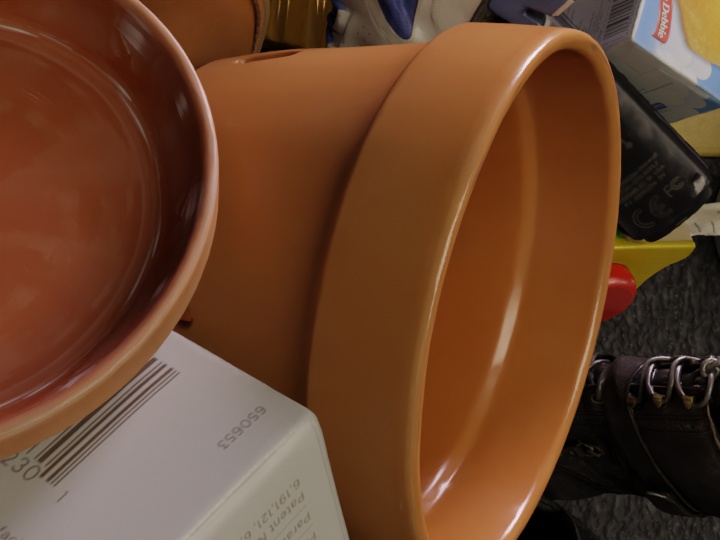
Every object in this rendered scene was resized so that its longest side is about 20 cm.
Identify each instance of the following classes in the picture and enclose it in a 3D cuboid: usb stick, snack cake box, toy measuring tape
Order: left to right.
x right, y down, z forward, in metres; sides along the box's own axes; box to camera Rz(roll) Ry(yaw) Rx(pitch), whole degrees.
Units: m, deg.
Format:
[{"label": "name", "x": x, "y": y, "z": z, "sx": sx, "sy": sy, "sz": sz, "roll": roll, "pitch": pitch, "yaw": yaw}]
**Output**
[{"label": "usb stick", "x": 0.090, "y": -0.087, "z": 0.769, "sx": 0.200, "sy": 0.055, "sz": 0.033, "roll": 41, "pitch": 21, "yaw": -26}, {"label": "toy measuring tape", "x": 0.146, "y": -0.009, "z": 0.864, "sx": 0.199, "sy": 0.073, "sz": 0.074, "roll": -2, "pitch": 89, "yaw": -26}, {"label": "snack cake box", "x": 0.148, "y": -0.172, "z": 0.846, "sx": 0.067, "sy": 0.115, "sz": 0.201, "roll": 28, "pitch": 69, "yaw": -25}]

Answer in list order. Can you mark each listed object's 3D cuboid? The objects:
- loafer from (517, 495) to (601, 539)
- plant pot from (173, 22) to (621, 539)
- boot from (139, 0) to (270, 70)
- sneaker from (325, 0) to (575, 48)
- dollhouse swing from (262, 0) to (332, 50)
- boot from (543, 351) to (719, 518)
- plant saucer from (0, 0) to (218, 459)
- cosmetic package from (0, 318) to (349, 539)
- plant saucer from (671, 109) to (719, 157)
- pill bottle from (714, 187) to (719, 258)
[{"label": "loafer", "x": 0.085, "y": 0.149, "z": 0.819, "sx": 0.200, "sy": 0.070, "sz": 0.068, "roll": 34, "pitch": 68, "yaw": -31}, {"label": "plant pot", "x": 0.000, "y": 0.000, "z": 0.609, "sx": 0.200, "sy": 0.139, "sz": 0.201, "roll": -43, "pitch": 139, "yaw": -52}, {"label": "boot", "x": -0.096, "y": -0.045, "z": 0.648, "sx": 0.200, "sy": 0.076, "sz": 0.156, "roll": 71, "pitch": 40, "yaw": -67}, {"label": "sneaker", "x": 0.011, "y": -0.117, "z": 0.688, "sx": 0.115, "sy": 0.199, "sz": 0.081, "roll": 38, "pitch": 30, "yaw": -7}, {"label": "dollhouse swing", "x": -0.004, "y": -0.202, "z": 0.702, "sx": 0.199, "sy": 0.175, "sz": 0.183, "roll": 10, "pitch": 82, "yaw": -38}, {"label": "boot", "x": 0.107, "y": 0.049, "z": 0.775, "sx": 0.200, "sy": 0.174, "sz": 0.069, "roll": 50, "pitch": 61, "yaw": -25}, {"label": "plant saucer", "x": -0.145, "y": -0.024, "z": 0.528, "sx": 0.199, "sy": 0.032, "sz": 0.201, "roll": 1, "pitch": 59, "yaw": -2}, {"label": "cosmetic package", "x": -0.108, "y": 0.130, "z": 0.563, "sx": 0.166, "sy": 0.167, "sz": 0.201, "roll": -44, "pitch": 142, "yaw": -29}, {"label": "plant saucer", "x": 0.242, "y": -0.126, "z": 0.890, "sx": 0.199, "sy": 0.200, "sz": 0.049, "roll": -2, "pitch": 69, "yaw": -38}, {"label": "pill bottle", "x": 0.298, "y": -0.029, "z": 0.911, "sx": 0.110, "sy": 0.200, "sz": 0.111, "roll": 2, "pitch": 87, "yaw": -38}]
